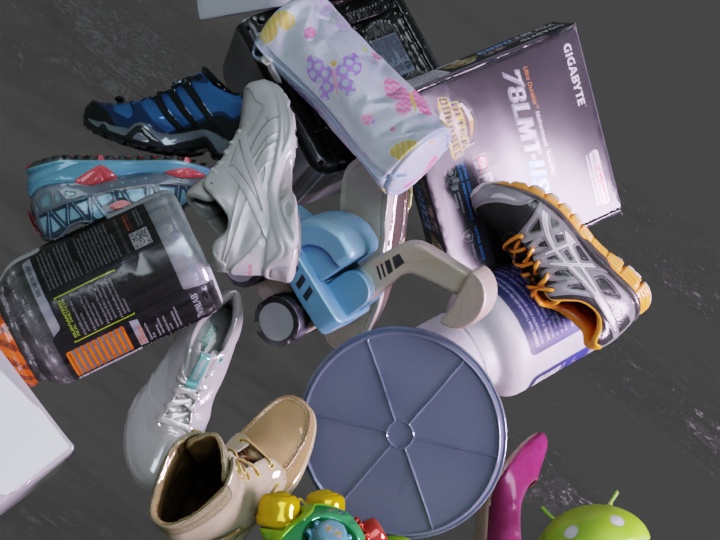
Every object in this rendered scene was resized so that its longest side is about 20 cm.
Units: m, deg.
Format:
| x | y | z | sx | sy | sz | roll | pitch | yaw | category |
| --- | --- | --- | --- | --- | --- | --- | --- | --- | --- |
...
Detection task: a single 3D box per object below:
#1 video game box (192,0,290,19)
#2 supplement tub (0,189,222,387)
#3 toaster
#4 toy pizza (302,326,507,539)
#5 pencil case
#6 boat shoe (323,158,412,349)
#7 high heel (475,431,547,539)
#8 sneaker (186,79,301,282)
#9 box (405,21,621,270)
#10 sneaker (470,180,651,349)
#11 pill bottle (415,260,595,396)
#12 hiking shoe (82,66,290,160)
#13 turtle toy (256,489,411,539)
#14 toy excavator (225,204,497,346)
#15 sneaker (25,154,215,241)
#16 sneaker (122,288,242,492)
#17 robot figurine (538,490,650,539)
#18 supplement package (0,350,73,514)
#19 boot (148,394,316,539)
| x | y | z | sx | sy | sz | roll | pitch | yaw | category |
| --- | --- | --- | --- | --- | --- | --- | --- | --- | --- |
| -0.082 | -0.319 | 1.670 | 0.199 | 0.047 | 0.183 | -11 | 39 | -10 | video game box |
| -0.234 | 0.021 | 1.515 | 0.199 | 0.123 | 0.123 | -25 | 81 | -6 | supplement tub |
| -0.014 | -0.175 | 1.676 | 0.180 | 0.119 | 0.201 | -25 | 82 | -24 | toaster |
| 0.040 | 0.151 | 1.588 | 0.199 | 0.032 | 0.202 | 1 | 96 | 13 | toy pizza |
| -0.008 | -0.161 | 1.536 | 0.200 | 0.083 | 0.091 | 46 | 42 | 13 | pencil case |
| 0.008 | -0.017 | 1.619 | 0.072 | 0.201 | 0.059 | 21 | 25 | 28 | boat shoe |
| 0.150 | 0.248 | 1.612 | 0.096 | 0.068 | 0.200 | 34 | 63 | 5 | high heel |
| -0.105 | -0.085 | 1.500 | 0.099 | 0.078 | 0.201 | 0 | 60 | -8 | sneaker |
| 0.141 | -0.115 | 1.640 | 0.198 | 0.050 | 0.201 | -22 | 110 | -18 | box |
| 0.179 | -0.008 | 1.582 | 0.200 | 0.078 | 0.077 | 39 | 68 | -2 | sneaker |
| 0.153 | 0.053 | 1.658 | 0.199 | 0.120 | 0.120 | -27 | 82 | -25 | pill bottle |
| -0.165 | -0.151 | 1.611 | 0.199 | 0.074 | 0.087 | 8 | 90 | 9 | hiking shoe |
| -0.017 | 0.272 | 1.517 | 0.200 | 0.101 | 0.147 | 8 | 84 | -57 | turtle toy |
| 0.000 | 0.000 | 1.543 | 0.195 | 0.200 | 0.100 | 57 | 26 | 5 | toy excavator |
| -0.217 | -0.059 | 1.604 | 0.199 | 0.079 | 0.096 | -1 | 90 | -15 | sneaker |
| -0.158 | 0.103 | 1.550 | 0.075 | 0.088 | 0.201 | 24 | 66 | -12 | sneaker |
| 0.231 | 0.313 | 1.600 | 0.174 | 0.116 | 0.201 | -11 | 76 | -9 | robot figurine |
| -0.359 | 0.120 | 1.456 | 0.121 | 0.120 | 0.200 | -36 | 87 | -25 | supplement package |
| -0.111 | 0.170 | 1.499 | 0.073 | 0.156 | 0.200 | 34 | 69 | 19 | boot |
